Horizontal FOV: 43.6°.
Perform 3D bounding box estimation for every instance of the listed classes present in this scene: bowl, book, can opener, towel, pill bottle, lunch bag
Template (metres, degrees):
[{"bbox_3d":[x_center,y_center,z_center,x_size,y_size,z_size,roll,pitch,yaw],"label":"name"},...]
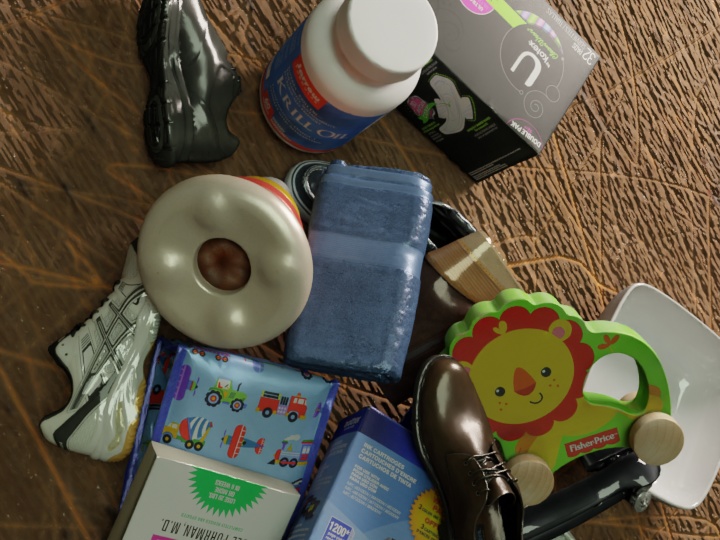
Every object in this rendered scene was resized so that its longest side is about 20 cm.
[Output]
[{"bbox_3d":[0.312,0.140,0.988,0.199,0.075,0.201,35,69,-15],"label":"bowl"},{"bbox_3d":[-0.150,0.255,0.748,0.133,0.048,0.201,22,93,-24],"label":"book"},{"bbox_3d":[0.212,0.222,0.873,0.199,0.079,0.064,-26,137,-21],"label":"can opener"},{"bbox_3d":[0.000,0.000,0.805,0.111,0.049,0.202,10,66,4],"label":"towel"},{"bbox_3d":[-0.013,-0.186,0.822,0.111,0.200,0.113,4,79,-22],"label":"pill bottle"},{"bbox_3d":[-0.123,0.174,0.792,0.149,0.094,0.202,16,84,-23],"label":"lunch bag"}]

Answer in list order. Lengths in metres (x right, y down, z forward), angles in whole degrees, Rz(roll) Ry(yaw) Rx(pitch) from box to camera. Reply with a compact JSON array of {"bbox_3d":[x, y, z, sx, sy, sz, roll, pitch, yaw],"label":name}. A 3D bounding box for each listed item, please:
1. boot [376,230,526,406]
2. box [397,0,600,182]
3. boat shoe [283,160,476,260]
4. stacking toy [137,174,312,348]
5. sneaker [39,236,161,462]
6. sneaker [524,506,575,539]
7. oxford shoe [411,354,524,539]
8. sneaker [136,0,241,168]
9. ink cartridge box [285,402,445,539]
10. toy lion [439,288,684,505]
[{"bbox_3d":[0.097,0.078,0.863,0.166,0.072,0.200,-37,107,3],"label":"boot"},{"bbox_3d":[0.116,-0.221,0.936,0.200,0.124,0.149,40,68,-14],"label":"box"},{"bbox_3d":[0.026,-0.058,0.886,0.199,0.091,0.071,27,72,-17],"label":"boat shoe"},{"bbox_3d":[-0.096,-0.034,0.793,0.145,0.200,0.147,3,111,9],"label":"stacking toy"},{"bbox_3d":[-0.218,0.057,0.769,0.087,0.076,0.202,13,71,-12],"label":"sneaker"},{"bbox_3d":[0.182,0.262,0.909,0.070,0.080,0.202,-26,91,-23],"label":"sneaker"},{"bbox_3d":[0.098,0.164,0.743,0.072,0.084,0.202,-9,78,-28],"label":"oxford shoe"},{"bbox_3d":[-0.158,-0.195,0.848,0.090,0.076,0.202,-2,89,-34],"label":"sneaker"},{"bbox_3d":[0.021,0.214,0.783,0.136,0.076,0.201,32,60,-11],"label":"ink cartridge box"},{"bbox_3d":[0.175,0.103,0.817,0.198,0.069,0.193,-17,108,2],"label":"toy lion"}]
